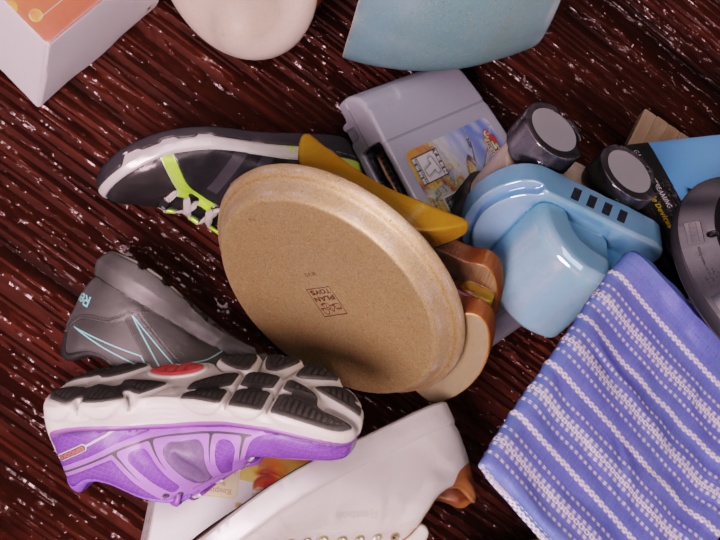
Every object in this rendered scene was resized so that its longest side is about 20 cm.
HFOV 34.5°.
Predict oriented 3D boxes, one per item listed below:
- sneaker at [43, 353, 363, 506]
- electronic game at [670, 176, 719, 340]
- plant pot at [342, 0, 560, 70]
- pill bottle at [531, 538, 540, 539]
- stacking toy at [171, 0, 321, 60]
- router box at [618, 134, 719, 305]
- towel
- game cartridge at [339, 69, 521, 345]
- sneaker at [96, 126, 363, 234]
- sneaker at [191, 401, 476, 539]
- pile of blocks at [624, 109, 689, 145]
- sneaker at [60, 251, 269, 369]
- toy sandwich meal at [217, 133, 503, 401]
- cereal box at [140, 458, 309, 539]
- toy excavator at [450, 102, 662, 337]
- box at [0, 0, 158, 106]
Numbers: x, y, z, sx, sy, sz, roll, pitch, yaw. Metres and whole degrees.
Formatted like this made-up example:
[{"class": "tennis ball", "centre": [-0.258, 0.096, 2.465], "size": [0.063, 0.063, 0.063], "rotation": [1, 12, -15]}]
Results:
[{"class": "sneaker", "centre": [-0.091, 0.100, 0.695], "size": [0.196, 0.081, 0.085], "rotation": [-3, 108, 17]}, {"class": "electronic game", "centre": [0.290, 0.015, 0.755], "size": [0.197, 0.042, 0.202], "rotation": [16, 44, -16]}, {"class": "plant pot", "centre": [0.080, -0.228, 0.829], "size": [0.133, 0.200, 0.203], "rotation": [18, 68, -4]}, {"class": "pill bottle", "centre": [0.091, 0.224, 0.705], "size": [0.107, 0.200, 0.111], "rotation": [6, 71, -18]}, {"class": "stacking toy", "centre": [-0.045, -0.257, 0.865], "size": [0.147, 0.146, 0.200], "rotation": [49, 46, 0]}, {"class": "router box", "centre": [0.270, -0.006, 0.828], "size": [0.147, 0.051, 0.202], "rotation": [-8, 56, -22]}, {"class": "towel", "centre": [0.164, 0.093, 0.664], "size": [0.145, 0.024, 0.200], "rotation": [46, 52, -3]}, {"class": "game cartridge", "centre": [0.076, -0.052, 0.852], "size": [0.132, 0.041, 0.202], "rotation": [-28, 89, -40]}, {"class": "sneaker", "centre": [-0.080, -0.048, 0.798], "size": [0.196, 0.072, 0.084], "rotation": [-3, 76, -20]}, {"class": "sneaker", "centre": [-0.007, 0.154, 0.718], "size": [0.198, 0.073, 0.086], "rotation": [-21, 79, -27]}, {"class": "pile of blocks", "centre": [0.223, -0.023, 0.907], "size": [0.081, 0.062, 0.203], "rotation": [11, 62, -13]}, {"class": "sneaker", "centre": [-0.104, 0.072, 0.763], "size": [0.198, 0.075, 0.080], "rotation": [34, 79, 0]}, {"class": "toy sandwich meal", "centre": [0.000, 0.000, 0.753], "size": [0.205, 0.205, 0.071], "rotation": [41, 53, -3]}, {"class": "cereal box", "centre": [-0.076, 0.216, 0.736], "size": [0.141, 0.039, 0.204], "rotation": [14, 69, -16]}, {"class": "toy excavator", "centre": [0.152, 0.020, 0.758], "size": [0.192, 0.100, 0.202], "rotation": [23, 48, -18]}, {"class": "box", "centre": [-0.241, -0.236, 0.784], "size": [0.200, 0.097, 0.125], "rotation": [44, 65, -3]}]
